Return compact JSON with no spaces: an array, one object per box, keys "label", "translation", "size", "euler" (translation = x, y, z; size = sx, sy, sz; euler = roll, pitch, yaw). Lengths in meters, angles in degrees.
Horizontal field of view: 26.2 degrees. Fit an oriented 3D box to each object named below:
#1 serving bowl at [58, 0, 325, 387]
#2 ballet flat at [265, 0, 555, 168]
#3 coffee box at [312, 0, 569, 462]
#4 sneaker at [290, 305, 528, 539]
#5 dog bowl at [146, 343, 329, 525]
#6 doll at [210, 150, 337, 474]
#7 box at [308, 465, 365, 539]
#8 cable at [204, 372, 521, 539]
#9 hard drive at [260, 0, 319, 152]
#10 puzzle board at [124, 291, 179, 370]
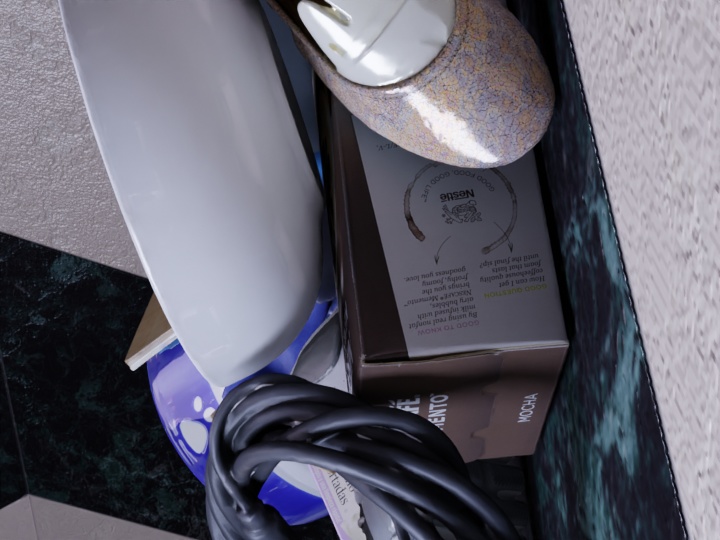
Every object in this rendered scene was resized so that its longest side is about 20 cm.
[{"label":"serving bowl","translation":[-0.057,-0.057,0.625],"size":[0.200,0.065,0.202],"euler":[-18,-90,-88]},{"label":"ballet flat","translation":[-0.012,-0.109,0.572],"size":[0.200,0.068,0.067],"euler":[43,-172,29]},{"label":"coffee box","translation":[0.026,-0.031,0.641],"size":[0.113,0.079,0.201],"euler":[93,171,-62]},{"label":"sneaker","translation":[0.013,0.092,0.719],"size":[0.115,0.075,0.202],"euler":[-23,57,44]},{"label":"dog bowl","translation":[-0.048,0.069,1.065],"size":[0.079,0.199,0.201],"euler":[-32,51,35]},{"label":"doll","translation":[0.000,0.000,0.792],"size":[0.201,0.136,0.048],"euler":[-66,24,2]},{"label":"box","translation":[0.017,0.164,0.915],"size":[0.041,0.039,0.201],"euler":[38,-161,-48]},{"label":"cable","translation":[0.006,0.127,0.605],"size":[0.201,0.051,0.163],"euler":[57,147,-6]},{"label":"hard drive","translation":[-0.042,-0.144,0.851],"size":[0.140,0.033,0.201],"euler":[-92,-14,-70]},{"label":"puzzle board","translation":[-0.071,-0.031,0.986],"size":[0.017,0.150,0.201],"euler":[45,-152,-20]}]
